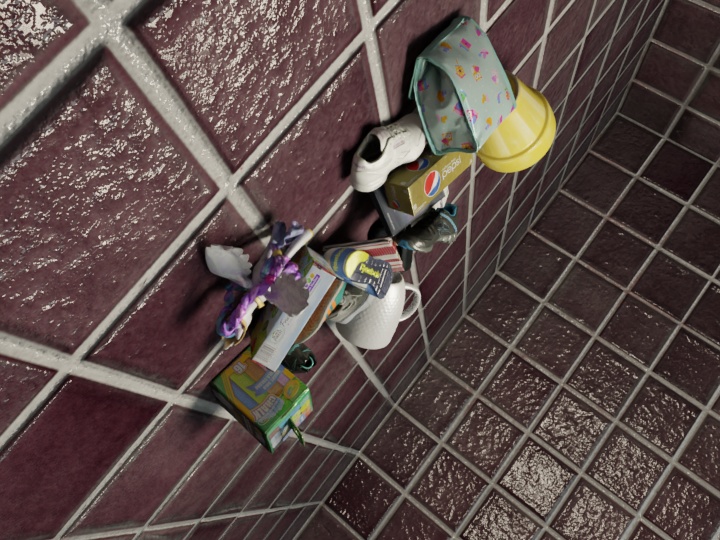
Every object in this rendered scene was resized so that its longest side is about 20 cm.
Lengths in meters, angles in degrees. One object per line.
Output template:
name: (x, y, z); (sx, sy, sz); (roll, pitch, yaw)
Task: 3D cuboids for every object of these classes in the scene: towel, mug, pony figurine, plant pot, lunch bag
towel: (0.010, -0.027, 1.251); (0.200, 0.144, 0.023); (55, 28, -70)
mug: (0.055, 0.078, 1.437); (0.199, 0.148, 0.176); (3, 124, -27)
pony figurine: (-0.147, 0.012, 0.908); (0.200, 0.166, 0.193); (-60, 180, -40)
plant pot: (0.326, -0.353, 1.350); (0.201, 0.201, 0.189); (-56, 145, 5)
lunch bag: (0.179, -0.337, 1.071); (0.170, 0.122, 0.200); (-49, 125, -30)

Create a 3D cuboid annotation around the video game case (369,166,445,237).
video game case: (0.091, -0.174, 1.187); (0.200, 0.019, 0.143); (-37, 111, -39)

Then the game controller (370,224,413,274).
game controller: (0.075, -0.049, 1.403); (0.200, 0.104, 0.042); (89, 6, -60)

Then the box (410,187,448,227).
box: (0.159, -0.162, 1.344); (0.145, 0.036, 0.200); (76, 29, -49)

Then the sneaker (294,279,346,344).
sneaker: (-0.084, 0.073, 1.250); (0.200, 0.071, 0.080); (-54, 164, 11)

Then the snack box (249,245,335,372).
snack box: (-0.127, 0.064, 1.058); (0.200, 0.053, 0.142); (-56, -161, 7)

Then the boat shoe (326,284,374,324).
boat shoe: (-0.035, 0.053, 1.311); (0.086, 0.075, 0.202); (10, 146, -27)

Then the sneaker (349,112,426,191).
sneaker: (0.058, -0.229, 1.066); (0.200, 0.075, 0.100); (-48, 159, -22)

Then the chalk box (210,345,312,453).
chalk box: (-0.175, 0.263, 1.158); (0.124, 0.200, 0.125); (-45, 159, -26)

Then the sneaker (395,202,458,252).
sneaker: (0.140, -0.092, 1.223); (0.200, 0.073, 0.082); (-24, 130, -52)

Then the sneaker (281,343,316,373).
sneaker: (-0.141, 0.208, 1.339); (0.075, 0.079, 0.200); (-50, 162, -13)

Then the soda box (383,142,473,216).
soda box: (0.135, -0.194, 1.141); (0.200, 0.064, 0.068); (-43, 136, -28)

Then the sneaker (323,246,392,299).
sneaker: (0.000, 0.000, 1.176); (0.200, 0.082, 0.074); (36, 72, -55)

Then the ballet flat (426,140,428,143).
ballet flat: (0.197, -0.323, 1.242); (0.200, 0.073, 0.073); (-42, 158, -30)

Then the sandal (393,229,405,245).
sandal: (0.072, -0.156, 1.256); (0.078, 0.069, 0.212); (59, 45, -70)
